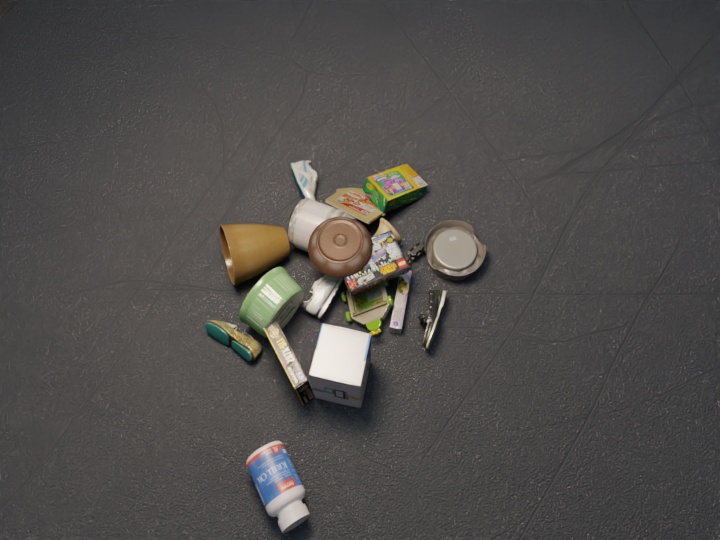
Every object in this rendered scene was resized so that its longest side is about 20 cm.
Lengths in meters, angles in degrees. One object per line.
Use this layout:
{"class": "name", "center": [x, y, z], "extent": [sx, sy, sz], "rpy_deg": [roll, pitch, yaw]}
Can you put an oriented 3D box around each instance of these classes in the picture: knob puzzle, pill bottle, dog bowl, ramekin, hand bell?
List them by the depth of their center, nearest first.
{"class": "pill bottle", "center": [-0.210, 0.561, 1.435], "extent": [0.110, 0.113, 0.202], "rpy_deg": [-28, 64, -13]}
{"class": "ramekin", "center": [-0.258, 0.101, 1.641], "extent": [0.097, 0.201, 0.201], "rpy_deg": [37, 68, 12]}
{"class": "dog bowl", "center": [0.302, -0.059, 1.781], "extent": [0.193, 0.059, 0.205], "rpy_deg": [-1, 61, 1]}
{"class": "hand bell", "center": [0.033, -0.061, 1.792], "extent": [0.200, 0.104, 0.104], "rpy_deg": [-45, 68, -6]}
{"class": "knob puzzle", "center": [0.000, -0.222, 1.859], "extent": [0.213, 0.031, 0.222], "rpy_deg": [10, 34, -7]}

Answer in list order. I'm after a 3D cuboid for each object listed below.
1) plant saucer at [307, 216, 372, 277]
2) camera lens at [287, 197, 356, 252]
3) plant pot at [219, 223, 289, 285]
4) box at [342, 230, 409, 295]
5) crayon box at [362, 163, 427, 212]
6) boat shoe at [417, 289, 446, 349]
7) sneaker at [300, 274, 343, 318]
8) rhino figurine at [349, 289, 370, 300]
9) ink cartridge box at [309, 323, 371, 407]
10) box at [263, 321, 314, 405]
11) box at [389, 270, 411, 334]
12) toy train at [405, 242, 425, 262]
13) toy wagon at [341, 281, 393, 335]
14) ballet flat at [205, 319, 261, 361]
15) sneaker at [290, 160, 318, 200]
{"class": "plant saucer", "center": [-0.061, -0.080, 1.641], "extent": [0.194, 0.037, 0.206], "rpy_deg": [0, 64, 0]}
{"class": "camera lens", "center": [-0.126, -0.130, 1.776], "extent": [0.195, 0.161, 0.163], "rpy_deg": [21, 64, 12]}
{"class": "plant pot", "center": [-0.330, -0.072, 1.758], "extent": [0.195, 0.188, 0.190], "rpy_deg": [-15, 61, -20]}
{"class": "box", "center": [0.033, -0.025, 1.660], "extent": [0.195, 0.040, 0.139], "rpy_deg": [-22, 65, -13]}
{"class": "crayon box", "center": [0.118, -0.281, 1.870], "extent": [0.197, 0.059, 0.119], "rpy_deg": [-25, 62, -35]}
{"class": "boat shoe", "center": [0.207, 0.141, 1.668], "extent": [0.064, 0.075, 0.203], "rpy_deg": [15, 63, 13]}
{"class": "sneaker", "center": [-0.106, 0.047, 1.722], "extent": [0.079, 0.077, 0.203], "rpy_deg": [29, 65, 4]}
{"class": "rhino figurine", "center": [0.000, 0.000, 1.704], "extent": [0.085, 0.060, 0.205], "rpy_deg": [-7, 59, 17]}
{"class": "ink cartridge box", "center": [-0.051, 0.269, 1.536], "extent": [0.141, 0.202, 0.150], "rpy_deg": [11, 62, 6]}
{"class": "box", "center": [-0.201, 0.264, 1.568], "extent": [0.048, 0.161, 0.202], "rpy_deg": [-27, 64, -13]}
{"class": "box", "center": [0.125, 0.094, 1.715], "extent": [0.037, 0.042, 0.205], "rpy_deg": [9, 63, 7]}
{"class": "toy train", "center": [0.135, -0.023, 1.776], "extent": [0.198, 0.046, 0.034], "rpy_deg": [-38, 71, -14]}
{"class": "toy wagon", "center": [0.026, 0.109, 1.694], "extent": [0.151, 0.040, 0.205], "rpy_deg": [-21, 62, 11]}
{"class": "ballet flat", "center": [-0.379, 0.201, 1.669], "extent": [0.197, 0.071, 0.071], "rpy_deg": [30, 66, 18]}
{"class": "sneaker", "center": [-0.182, -0.303, 1.921], "extent": [0.079, 0.077, 0.204], "rpy_deg": [-17, 64, -10]}
